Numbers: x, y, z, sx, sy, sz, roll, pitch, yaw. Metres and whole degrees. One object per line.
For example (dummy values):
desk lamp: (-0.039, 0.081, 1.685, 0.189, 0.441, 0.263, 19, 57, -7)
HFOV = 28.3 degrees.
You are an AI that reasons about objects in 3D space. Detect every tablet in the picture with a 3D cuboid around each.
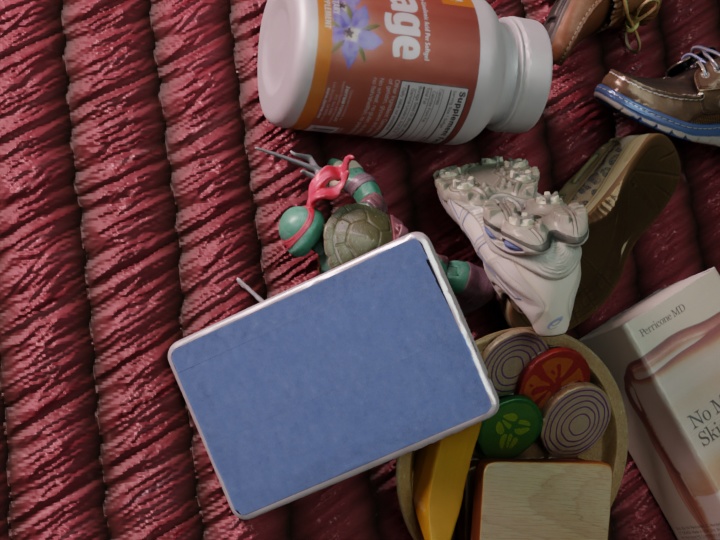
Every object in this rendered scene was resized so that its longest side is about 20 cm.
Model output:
tablet: (-0.021, 0.072, 0.947, 0.199, 0.014, 0.131, -25, 87, 14)

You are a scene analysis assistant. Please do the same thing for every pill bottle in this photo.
pill bottle: (0.033, -0.151, 1.035, 0.198, 0.112, 0.113, 3, 75, -20)

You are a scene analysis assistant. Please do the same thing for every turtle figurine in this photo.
turtle figurine: (0.000, 0.000, 0.994, 0.199, 0.101, 0.151, 29, 77, -22)

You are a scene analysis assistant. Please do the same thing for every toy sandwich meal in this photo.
toy sandwich meal: (0.114, 0.141, 0.984, 0.204, 0.070, 0.207, -4, 102, -22)

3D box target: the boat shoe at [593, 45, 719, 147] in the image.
boat shoe: (0.276, -0.141, 1.137, 0.199, 0.072, 0.073, 9, 108, -28)

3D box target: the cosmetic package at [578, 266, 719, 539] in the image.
cosmetic package: (0.258, 0.113, 1.065, 0.103, 0.087, 0.201, -30, 88, -24)

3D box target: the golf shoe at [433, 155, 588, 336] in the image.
golf shoe: (0.101, -0.020, 1.009, 0.078, 0.200, 0.098, -9, 112, -7)

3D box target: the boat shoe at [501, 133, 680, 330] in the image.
boat shoe: (0.168, -0.026, 1.089, 0.200, 0.063, 0.074, -46, 121, -22)

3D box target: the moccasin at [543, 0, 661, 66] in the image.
moccasin: (0.216, -0.225, 1.150, 0.078, 0.074, 0.201, 44, 56, 5)
